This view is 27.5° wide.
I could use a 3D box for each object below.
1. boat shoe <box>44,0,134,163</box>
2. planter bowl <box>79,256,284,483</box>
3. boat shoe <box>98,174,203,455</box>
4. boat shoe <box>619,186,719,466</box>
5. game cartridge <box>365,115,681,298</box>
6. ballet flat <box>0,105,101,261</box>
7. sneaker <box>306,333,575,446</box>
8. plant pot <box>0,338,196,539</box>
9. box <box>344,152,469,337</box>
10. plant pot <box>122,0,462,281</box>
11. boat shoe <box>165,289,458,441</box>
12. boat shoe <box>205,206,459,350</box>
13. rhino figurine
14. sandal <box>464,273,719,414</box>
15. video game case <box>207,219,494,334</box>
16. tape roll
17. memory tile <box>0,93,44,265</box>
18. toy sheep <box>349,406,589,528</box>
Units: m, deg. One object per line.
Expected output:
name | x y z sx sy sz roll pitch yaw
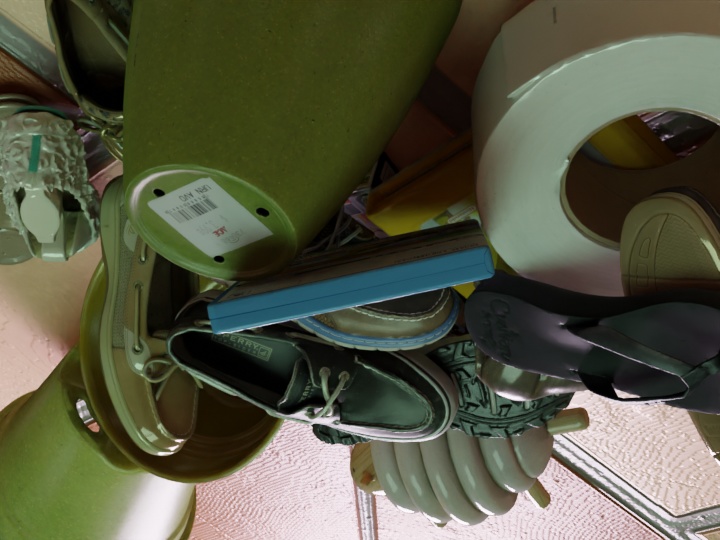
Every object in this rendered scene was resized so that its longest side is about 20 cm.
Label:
boat shoe | -0.161 -0.126 0.929 0.073 0.063 0.200 6 144 14
planter bowl | -0.107 0.053 1.095 0.199 0.202 0.083 -7 176 30
boat shoe | -0.136 0.026 1.025 0.063 0.202 0.073 -12 166 33
boat shoe | 0.207 0.033 0.831 0.072 0.065 0.201 -9 119 44
game cartridge | 0.132 -0.025 0.946 0.176 0.033 0.200 -31 124 33
ballet flat | -0.219 -0.043 1.023 0.071 0.072 0.200 14 159 4
sneaker | 0.056 0.073 1.033 0.199 0.079 0.074 -5 108 25
plant pot | -0.203 0.141 1.199 0.199 0.201 0.184 24 141 -10
box | 0.019 0.001 1.052 0.110 0.035 0.200 -11 136 34
plant pot | -0.055 -0.101 0.801 0.186 0.201 0.188 11 145 8
boat shoe | -0.033 0.074 0.974 0.199 0.064 0.071 17 109 1
boat shoe | -0.032 -0.008 0.951 0.199 0.072 0.073 17 146 16
rhino figurine | 0.164 0.042 0.948 0.199 0.060 0.088 -2 127 -13
sandal | 0.143 0.048 0.813 0.199 0.043 0.076 5 128 38
video game case | 0.000 0.000 0.812 0.142 0.200 0.018 -12 95 4
tape roll | 0.161 -0.071 0.823 0.201 0.071 0.203 1 135 1
memory tile | -0.305 -0.066 1.071 0.152 0.017 0.200 2 146 -14
toy sheep | 0.082 0.133 1.130 0.199 0.138 0.138 -19 134 20
